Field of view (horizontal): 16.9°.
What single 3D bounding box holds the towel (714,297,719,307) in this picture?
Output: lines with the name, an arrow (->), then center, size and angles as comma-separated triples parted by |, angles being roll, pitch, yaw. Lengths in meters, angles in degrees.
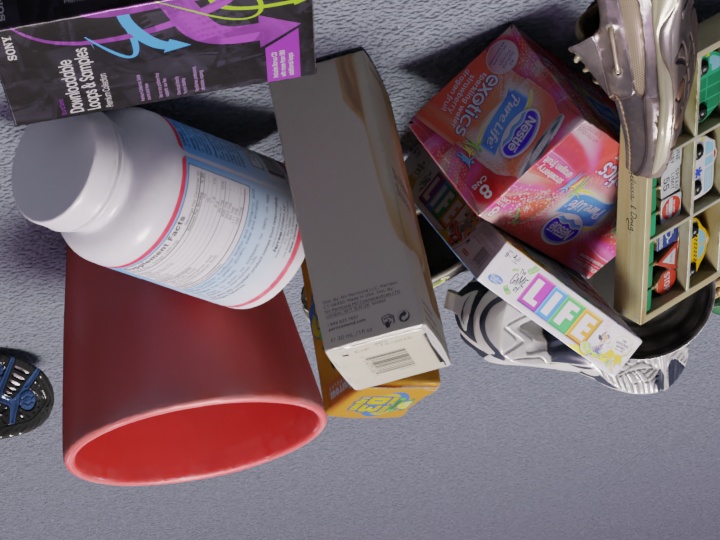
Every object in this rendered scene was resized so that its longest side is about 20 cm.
towel -> 0.365, -0.033, 1.934 | 0.200, 0.023, 0.153 | -37, -177, -6

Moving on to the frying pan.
frying pan -> 0.233, -0.013, 1.795 | 0.190, 0.115, 0.031 | -42, -169, 20

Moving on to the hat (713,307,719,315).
hat -> 0.357, -0.037, 2.090 | 0.199, 0.177, 0.166 | 23, -176, 7

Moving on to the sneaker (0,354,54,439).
sneaker -> -0.354, 0.107, 2.030 | 0.199, 0.076, 0.077 | -2, -179, -25

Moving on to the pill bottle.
pill bottle -> -0.134, -0.047, 1.639 | 0.108, 0.109, 0.199 | -26, 150, 34

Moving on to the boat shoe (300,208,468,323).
boat shoe -> 0.038, -0.013, 1.899 | 0.201, 0.072, 0.060 | -23, 161, 12

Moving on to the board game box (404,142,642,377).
board game box -> 0.108, -0.010, 1.727 | 0.134, 0.200, 0.034 | 35, 99, -27

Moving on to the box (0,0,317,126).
box -> -0.127, -0.146, 1.491 | 0.198, 0.036, 0.143 | -9, 160, -3

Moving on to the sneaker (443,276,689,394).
sneaker -> 0.152, 0.042, 1.904 | 0.198, 0.080, 0.129 | 3, -169, -32

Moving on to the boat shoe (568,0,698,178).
boat shoe -> 0.172, -0.151, 1.528 | 0.073, 0.075, 0.201 | 9, 126, 16

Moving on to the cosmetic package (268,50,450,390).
cosmetic package -> 0.000, -0.033, 1.627 | 0.071, 0.201, 0.105 | -15, 161, 7

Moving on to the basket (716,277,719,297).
basket -> 0.295, -0.084, 1.864 | 0.143, 0.149, 0.200 | -39, -177, -42

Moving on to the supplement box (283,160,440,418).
supplement box -> 0.000, 0.000, 1.716 | 0.068, 0.201, 0.067 | -1, 158, -28

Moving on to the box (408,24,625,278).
box -> 0.133, -0.078, 1.694 | 0.103, 0.095, 0.200 | -41, 152, 13

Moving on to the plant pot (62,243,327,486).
plant pot -> -0.136, 0.047, 1.802 | 0.199, 0.178, 0.201 | -11, 160, -4

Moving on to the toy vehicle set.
toy vehicle set -> 0.228, -0.073, 1.674 | 0.124, 0.026, 0.201 | -30, 133, -33
